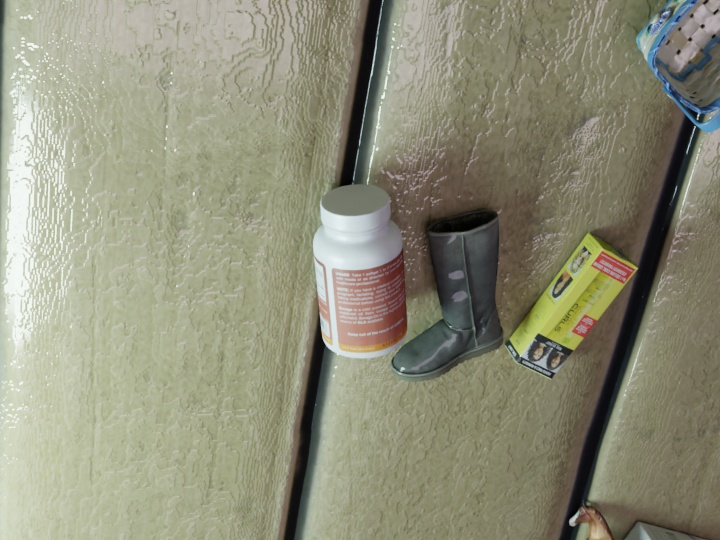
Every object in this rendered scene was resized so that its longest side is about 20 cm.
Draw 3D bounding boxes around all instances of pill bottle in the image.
[{"bbox_3d":[0.000,0.000,1.510,0.112,0.112,0.200,-11,122,-11],"label":"pill bottle"}]

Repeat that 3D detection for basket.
[{"bbox_3d":[0.424,-0.265,1.435,0.139,0.200,0.176,33,104,-30],"label":"basket"}]

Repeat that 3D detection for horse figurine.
[{"bbox_3d":[0.387,0.470,1.886,0.133,0.200,0.050,-55,157,19],"label":"horse figurine"}]

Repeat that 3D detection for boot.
[{"bbox_3d":[0.110,0.033,1.589,0.181,0.073,0.200,-25,131,-19],"label":"boot"}]

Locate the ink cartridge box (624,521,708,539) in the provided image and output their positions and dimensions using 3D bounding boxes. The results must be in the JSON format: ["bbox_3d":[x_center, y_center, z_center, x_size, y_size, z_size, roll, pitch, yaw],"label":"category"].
[{"bbox_3d":[0.514,0.522,1.951,0.200,0.147,0.145,19,112,-25],"label":"ink cartridge box"}]

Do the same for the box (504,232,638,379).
[{"bbox_3d":[0.288,0.050,1.666,0.075,0.050,0.200,27,108,-28],"label":"box"}]
